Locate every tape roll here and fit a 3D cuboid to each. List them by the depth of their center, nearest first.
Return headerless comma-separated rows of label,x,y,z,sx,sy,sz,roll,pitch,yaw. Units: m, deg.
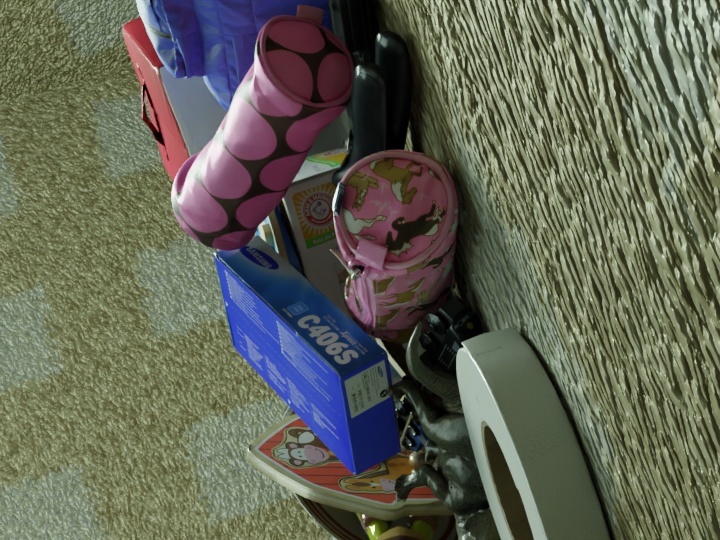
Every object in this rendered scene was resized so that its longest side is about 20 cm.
tape roll,0.106,0.136,0.858,0.203,0.037,0.205,163,90,-86

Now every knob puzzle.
knob puzzle,0.007,0.143,1.157,0.220,0.217,0.031,-119,33,-68

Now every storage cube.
storage cube,-0.109,-0.168,1.369,0.180,0.198,0.173,-131,23,-61

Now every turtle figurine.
turtle figurine,0.041,0.219,1.102,0.162,0.198,0.065,-86,-12,-64

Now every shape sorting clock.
shape sorting clock,-0.076,-0.001,1.232,0.200,0.039,0.202,162,90,-85

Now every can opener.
can opener,0.017,-0.102,0.997,0.201,0.078,0.064,87,-156,-61

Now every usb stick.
usb stick,-0.006,-0.181,1.050,0.201,0.032,0.056,80,178,-57

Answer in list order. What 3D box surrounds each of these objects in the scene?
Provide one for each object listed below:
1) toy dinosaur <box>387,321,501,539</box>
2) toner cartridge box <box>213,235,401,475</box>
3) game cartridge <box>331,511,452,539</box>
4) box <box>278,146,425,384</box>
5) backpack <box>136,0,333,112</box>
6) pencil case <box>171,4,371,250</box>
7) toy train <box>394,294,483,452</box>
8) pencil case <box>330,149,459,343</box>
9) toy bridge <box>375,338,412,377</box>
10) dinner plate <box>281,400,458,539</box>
toy dinosaur,0.075,0.123,0.999,0.077,0.101,0.202,-29,-59,-50
toner cartridge box,-0.043,0.060,1.077,0.200,0.043,0.096,41,146,47
game cartridge,0.041,0.230,1.240,0.201,0.132,0.041,55,127,31
box,0.000,0.000,1.213,0.113,0.100,0.202,-127,20,-75
backpack,-0.094,-0.225,1.135,0.201,0.166,0.164,75,-178,-48
pencil case,-0.074,-0.102,1.054,0.200,0.090,0.095,-48,41,47
toy train,0.056,0.084,1.052,0.046,0.034,0.201,43,151,16
pencil case,0.025,-0.011,0.969,0.200,0.086,0.084,79,178,-73
toy bridge,0.035,0.028,1.133,0.067,0.027,0.202,-15,94,42
dinner plate,0.016,0.181,1.232,0.024,0.198,0.201,-60,36,35
